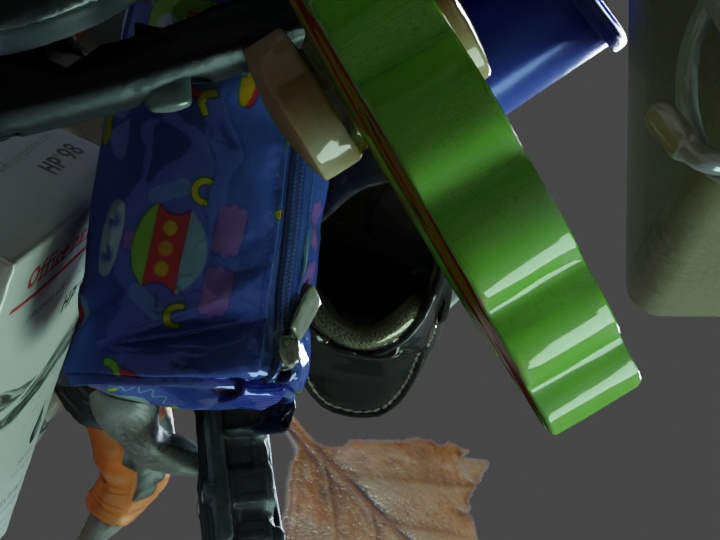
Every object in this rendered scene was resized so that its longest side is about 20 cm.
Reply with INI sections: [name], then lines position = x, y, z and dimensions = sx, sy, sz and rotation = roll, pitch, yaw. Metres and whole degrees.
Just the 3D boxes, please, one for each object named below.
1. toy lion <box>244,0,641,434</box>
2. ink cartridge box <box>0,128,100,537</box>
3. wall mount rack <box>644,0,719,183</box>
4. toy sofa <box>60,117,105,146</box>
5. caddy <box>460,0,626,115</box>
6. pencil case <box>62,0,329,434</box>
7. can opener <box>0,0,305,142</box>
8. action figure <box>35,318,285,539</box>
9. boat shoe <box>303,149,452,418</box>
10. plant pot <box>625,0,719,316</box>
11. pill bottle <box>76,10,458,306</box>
[toy lion]
position = 0.019, -0.035, 0.762
dimensions = 0.069, 0.192, 0.200
rotation = -31, 154, 0
[ink cartridge box]
position = -0.141, 0.018, 0.969
dimensions = 0.116, 0.067, 0.200
rotation = -52, 164, -65
[wall mount rack]
position = 0.100, -0.127, 0.801
dimensions = 0.074, 0.174, 0.200
rotation = 2, 131, -29
[toy sofa]
position = -0.176, -0.004, 1.095
dimensions = 0.200, 0.083, 0.098
rotation = -41, 180, 27
[caddy]
position = 0.032, -0.138, 1.066
dimensions = 0.105, 0.141, 0.200
rotation = -38, -153, 8
[pencil case]
position = -0.044, -0.048, 0.948
dimensions = 0.087, 0.201, 0.078
rotation = 8, 178, 32
[can opener]
position = -0.040, -0.086, 0.882
dimensions = 0.199, 0.064, 0.079
rotation = -15, -171, -13
[action figure]
position = -0.089, 0.059, 1.082
dimensions = 0.104, 0.201, 0.194
rotation = 0, 154, -21
[boat shoe]
position = 0.000, 0.000, 1.035
dimensions = 0.200, 0.072, 0.065
rotation = 103, -2, -54
[plant pot]
position = 0.187, -0.097, 0.934
dimensions = 0.199, 0.201, 0.177
rotation = 0, 170, 6
[pill bottle]
position = -0.042, -0.052, 1.172
dimensions = 0.114, 0.200, 0.114
rotation = -42, -176, 3
